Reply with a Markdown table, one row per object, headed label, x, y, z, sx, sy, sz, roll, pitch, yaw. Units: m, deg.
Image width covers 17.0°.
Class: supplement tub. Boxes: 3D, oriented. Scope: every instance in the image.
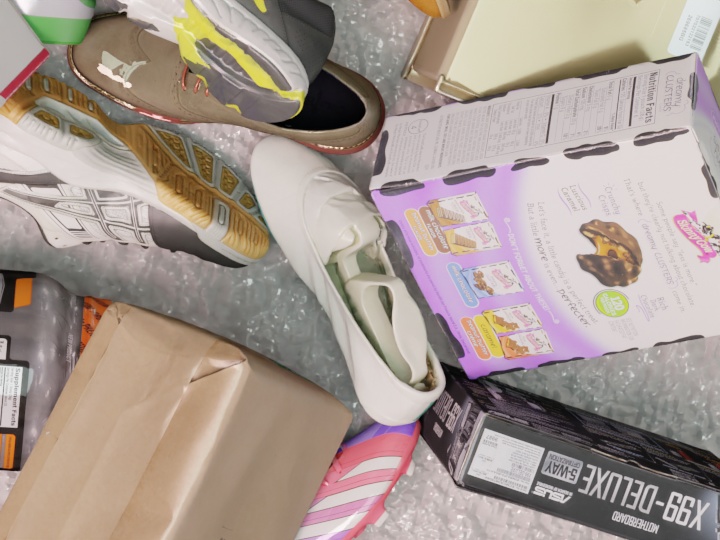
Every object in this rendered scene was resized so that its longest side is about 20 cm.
| label | x | y | z | sx | sy | sz | roll | pitch | yaw |
| --- | --- | --- | --- | --- | --- | --- | --- | --- | --- |
| supplement tub | -0.252 | 0.057 | 1.449 | 0.200 | 0.123 | 0.123 | 5 | 98 | -10 |

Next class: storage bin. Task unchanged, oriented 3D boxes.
| label | x | y | z | sx | sy | sz | roll | pitch | yaw |
| --- | --- | --- | --- | --- | --- | --- | --- | --- | --- |
| storage bin | 0.159 | -0.171 | 1.486 | 0.198 | 0.094 | 0.200 | 22 | 95 | -11 |

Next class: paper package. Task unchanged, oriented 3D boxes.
| label | x | y | z | sx | sy | sz | roll | pitch | yaw |
| --- | --- | --- | --- | --- | --- | --- | --- | --- | --- |
| paper package | -0.111 | 0.130 | 1.422 | 0.103 | 0.200 | 0.191 | 26 | 87 | 21 |

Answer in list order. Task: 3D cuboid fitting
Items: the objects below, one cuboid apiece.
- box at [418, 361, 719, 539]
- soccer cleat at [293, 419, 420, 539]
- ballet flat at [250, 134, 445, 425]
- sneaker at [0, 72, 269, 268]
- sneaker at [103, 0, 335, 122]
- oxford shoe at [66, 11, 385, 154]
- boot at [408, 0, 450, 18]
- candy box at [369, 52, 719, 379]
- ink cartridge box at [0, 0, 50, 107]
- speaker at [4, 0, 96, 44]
| label | x | y | z | sx | sy | sz | roll | pitch | yaw |
| --- | --- | --- | --- | --- | --- | --- | --- | --- | --- |
| box | 0.144 | 0.122 | 1.498 | 0.200 | 0.158 | 0.050 | 18 | 96 | -11 |
| soccer cleat | -0.041 | 0.160 | 1.527 | 0.076 | 0.067 | 0.200 | 39 | 95 | -7 |
| ballet flat | 0.000 | 0.000 | 1.491 | 0.069 | 0.069 | 0.200 | -25 | 92 | -3 |
| sneaker | -0.154 | -0.046 | 1.482 | 0.200 | 0.076 | 0.088 | 28 | 120 | -17 |
| sneaker | -0.096 | -0.176 | 1.400 | 0.200 | 0.074 | 0.085 | 48 | 48 | -11 |
| oxford shoe | -0.082 | -0.121 | 1.459 | 0.200 | 0.075 | 0.071 | 11 | 88 | 1 |
| boot | -0.050 | -0.206 | 1.455 | 0.144 | 0.071 | 0.201 | -32 | 85 | 0 |
| candy box | 0.131 | -0.029 | 1.443 | 0.200 | 0.072 | 0.168 | -11 | 131 | 21 |
| ink cartridge box | -0.295 | -0.081 | 1.374 | 0.200 | 0.145 | 0.084 | -30 | 105 | 25 |
| speaker | -0.191 | -0.238 | 1.429 | 0.088 | 0.088 | 0.200 | 6 | 98 | -9 |
